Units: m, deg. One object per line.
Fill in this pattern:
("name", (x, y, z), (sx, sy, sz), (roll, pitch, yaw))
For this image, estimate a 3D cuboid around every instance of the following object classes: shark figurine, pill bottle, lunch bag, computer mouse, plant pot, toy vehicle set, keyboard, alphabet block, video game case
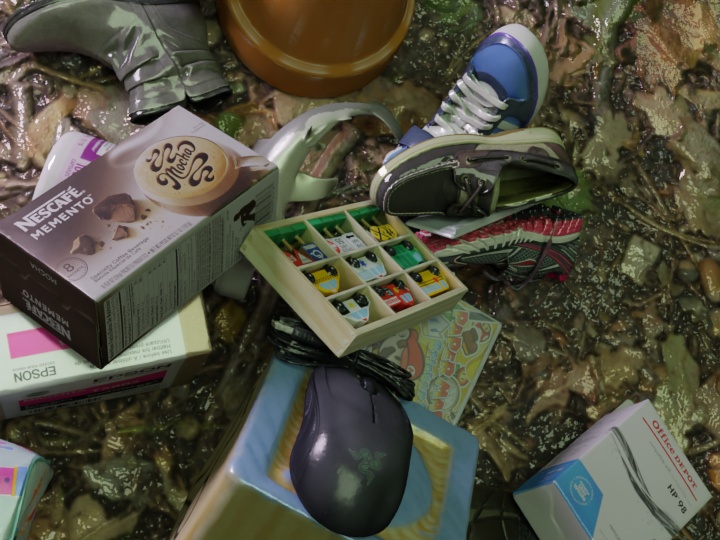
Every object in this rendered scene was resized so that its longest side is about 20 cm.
("shark figurine", (-0.062, -0.121, 1.111), (0.214, 0.089, 0.128), (-45, 125, -12))
("pill bottle", (-0.186, -0.043, 1.029), (0.199, 0.112, 0.113), (18, 73, -4))
("lunch bag", (-0.305, 0.214, 0.898), (0.077, 0.200, 0.161), (20, 75, -7))
("computer mouse", (-0.006, 0.110, 0.861), (0.138, 0.053, 0.200), (24, 32, -17))
("plant pot", (-0.029, -0.293, 1.099), (0.199, 0.183, 0.201), (3, 76, -14))
("toy vehicle set", (0.000, 0.000, 0.977), (0.124, 0.027, 0.200), (46, 29, 16))
("keyboard", (0.125, -0.063, 1.114), (0.200, 0.056, 0.011), (-22, 116, -47))
("alphabet block", (-0.041, 0.213, 0.932), (0.196, 0.200, 0.196), (30, 31, -5))
("video game case", (0.019, 0.098, 1.067), (0.182, 0.023, 0.201), (29, 80, -20))

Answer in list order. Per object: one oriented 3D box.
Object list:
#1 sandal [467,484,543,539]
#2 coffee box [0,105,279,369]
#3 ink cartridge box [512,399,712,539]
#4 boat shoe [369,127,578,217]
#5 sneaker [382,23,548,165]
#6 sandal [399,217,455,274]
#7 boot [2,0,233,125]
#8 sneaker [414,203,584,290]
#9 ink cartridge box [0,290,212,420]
("sandal", (0.157, 0.255, 1.085), (0.199, 0.055, 0.082), (15, 60, -19))
("coffee box", (-0.171, -0.031, 0.894), (0.113, 0.080, 0.200), (33, 51, 22))
("ink cartridge box", (0.253, 0.204, 1.088), (0.200, 0.067, 0.116), (-30, 86, -38))
("boat shoe", (0.109, -0.082, 1.044), (0.200, 0.072, 0.066), (-13, 47, -21))
("sneaker", (0.091, -0.128, 1.080), (0.081, 0.200, 0.146), (44, 58, 12))
("sandal", (0.068, 0.032, 1.120), (0.075, 0.048, 0.201), (-9, 80, -17))
("boot", (-0.227, -0.199, 1.085), (0.199, 0.068, 0.131), (-13, 79, -19))
("sneaker", (0.139, -0.017, 1.115), (0.199, 0.081, 0.075), (-6, 108, -30))
("ink cartridge box", (-0.236, 0.068, 0.969), (0.199, 0.165, 0.075), (-10, 80, -16))
